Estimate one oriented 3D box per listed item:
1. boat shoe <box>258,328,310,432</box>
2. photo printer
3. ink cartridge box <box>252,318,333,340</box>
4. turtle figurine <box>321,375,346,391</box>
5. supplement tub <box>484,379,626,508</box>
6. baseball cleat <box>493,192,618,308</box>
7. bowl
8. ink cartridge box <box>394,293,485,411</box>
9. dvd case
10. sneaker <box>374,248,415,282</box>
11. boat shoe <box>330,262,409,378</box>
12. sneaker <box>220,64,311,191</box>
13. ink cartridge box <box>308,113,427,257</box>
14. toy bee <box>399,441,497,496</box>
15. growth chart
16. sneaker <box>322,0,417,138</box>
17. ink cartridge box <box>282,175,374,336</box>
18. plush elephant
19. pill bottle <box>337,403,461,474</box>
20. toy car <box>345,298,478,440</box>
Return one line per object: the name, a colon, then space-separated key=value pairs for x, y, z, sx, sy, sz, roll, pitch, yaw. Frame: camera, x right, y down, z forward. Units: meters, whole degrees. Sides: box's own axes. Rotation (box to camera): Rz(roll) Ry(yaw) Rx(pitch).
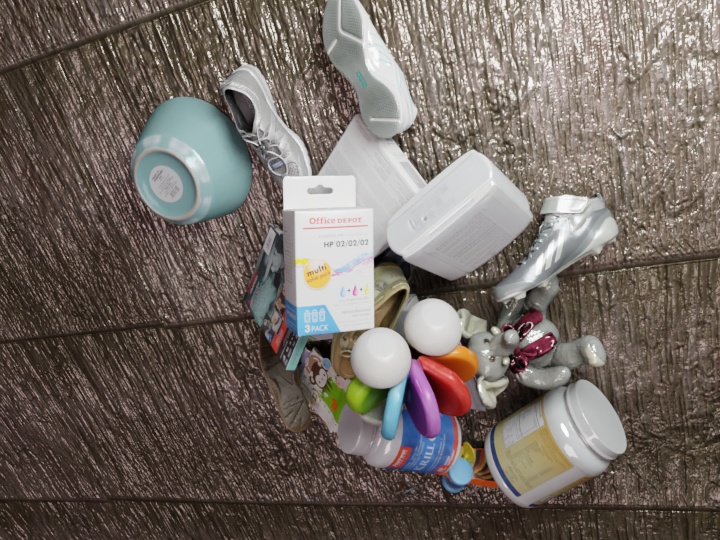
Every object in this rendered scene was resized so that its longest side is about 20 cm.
boat shoe: x=-0.143 y=0.194 z=1.098 sx=0.065 sy=0.070 sz=0.206 roll=146 pitch=107 yaw=-70
photo printer: x=0.144 y=-0.064 z=0.815 sx=0.165 sy=0.198 sz=0.071 roll=-39 pitch=61 yaw=21
ink cartridge box: x=-0.086 y=0.069 z=0.997 sx=0.102 sy=0.061 sz=0.197 roll=30 pitch=153 yaw=-31
turtle figurine: x=0.023 y=0.256 z=1.092 sx=0.199 sy=0.101 sz=0.151 roll=41 pitch=118 yaw=1
supplement tub: x=0.317 y=0.284 z=0.983 sx=0.144 sy=0.146 sz=0.200 roll=40 pitch=123 yaw=-10
baseball cleat: x=0.258 y=-0.038 z=0.836 sx=0.196 sy=0.070 sz=0.109 roll=-30 pitch=90 yaw=-3
bowl: x=-0.278 y=-0.154 z=0.937 sx=0.194 sy=0.106 sz=0.207 roll=7 pitch=122 yaw=12
ink cartridge box: x=0.113 y=0.133 z=0.985 sx=0.170 sy=0.044 sz=0.205 roll=-2 pitch=121 yaw=42
dvd case: x=-0.123 y=0.036 z=0.944 sx=0.022 sy=0.200 sz=0.150 roll=10 pitch=113 yaw=-38
sneaker: x=0.000 y=0.000 z=0.956 sx=0.146 sy=0.077 sz=0.201 roll=46 pitch=121 yaw=-9
boat shoe: x=0.012 y=0.087 z=0.893 sx=0.071 sy=0.063 sz=0.205 roll=11 pitch=116 yaw=-26
sneaker: x=-0.145 y=-0.193 z=0.876 sx=0.073 sy=0.082 sz=0.203 roll=-23 pitch=105 yaw=32
ink cartridge box: x=-0.001 y=-0.097 z=0.874 sx=0.163 sy=0.049 sz=0.201 roll=54 pitch=129 yaw=20
toy bee: x=0.170 y=0.346 z=1.100 sx=0.194 sy=0.112 sz=0.131 roll=12 pitch=144 yaw=-27
growth chart: x=-0.073 y=0.213 z=1.085 sx=0.199 sy=0.017 sz=0.149 roll=39 pitch=130 yaw=36
sneaker: x=0.012 y=-0.274 z=0.799 sx=0.069 sy=0.080 sz=0.205 roll=-23 pitch=92 yaw=36
ink cartridge box: x=-0.044 y=-0.024 z=0.807 sx=0.111 sy=0.068 sz=0.208 roll=-4 pitch=99 yaw=-21
plush elephant: x=0.225 y=0.112 z=0.892 sx=0.200 sy=0.151 sz=0.169 roll=-48 pitch=58 yaw=48
pill bottle: x=0.063 y=0.273 z=0.997 sx=0.195 sy=0.114 sz=0.113 roll=15 pitch=129 yaw=-28
toy car: x=0.078 y=0.156 z=0.829 sx=0.151 sy=0.196 sz=0.178 roll=52 pitch=156 yaw=30
